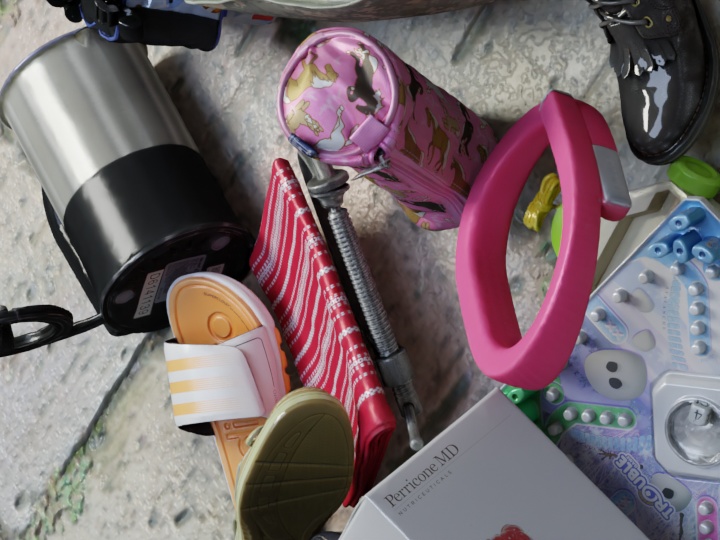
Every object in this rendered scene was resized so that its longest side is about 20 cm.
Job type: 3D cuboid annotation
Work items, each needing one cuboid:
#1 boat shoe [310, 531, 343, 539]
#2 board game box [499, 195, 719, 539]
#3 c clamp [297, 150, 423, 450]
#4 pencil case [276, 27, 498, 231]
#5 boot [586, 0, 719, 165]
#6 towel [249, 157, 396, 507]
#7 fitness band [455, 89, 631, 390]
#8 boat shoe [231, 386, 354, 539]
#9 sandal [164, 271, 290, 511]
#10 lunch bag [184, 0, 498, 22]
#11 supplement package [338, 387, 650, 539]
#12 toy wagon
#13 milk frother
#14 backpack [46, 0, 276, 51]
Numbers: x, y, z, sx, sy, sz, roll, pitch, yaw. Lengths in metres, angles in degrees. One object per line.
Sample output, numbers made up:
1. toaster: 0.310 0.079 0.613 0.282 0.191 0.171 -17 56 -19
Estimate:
1. boat shoe: -0.020 0.232 1.671 0.073 0.063 0.200 -53 32 33
2. board game box: 0.192 0.092 1.560 0.200 0.026 0.200 48 124 9
3. c clamp: 0.000 0.000 1.723 0.171 0.027 0.200 -118 7 -78
4. pencil case: 0.022 -0.082 1.659 0.083 0.200 0.087 9 83 23
5. boot: 0.126 -0.167 1.559 0.069 0.174 0.200 -10 76 42
6. towel: -0.027 0.043 1.779 0.145 0.022 0.200 107 144 -64
7. fitness band: 0.101 -0.020 1.593 0.144 0.037 0.200 -60 21 30
8. boat shoe: -0.049 0.142 1.764 0.063 0.073 0.201 -107 18 -45
9. sandal: -0.084 0.102 1.829 0.079 0.059 0.207 -15 95 33
10. lunch bag: 0.013 -0.210 1.688 0.200 0.164 0.118 9 100 44
11. supplement package: 0.093 0.193 1.578 0.200 0.121 0.120 45 147 12
12. toy wagon: 0.175 0.010 1.616 0.200 0.040 0.155 45 120 36
13. milk frother: -0.209 -0.042 1.888 0.181 0.200 0.188 -52 56 36
14. backpack: -0.122 -0.247 1.811 0.200 0.154 0.191 -151 61 -67
